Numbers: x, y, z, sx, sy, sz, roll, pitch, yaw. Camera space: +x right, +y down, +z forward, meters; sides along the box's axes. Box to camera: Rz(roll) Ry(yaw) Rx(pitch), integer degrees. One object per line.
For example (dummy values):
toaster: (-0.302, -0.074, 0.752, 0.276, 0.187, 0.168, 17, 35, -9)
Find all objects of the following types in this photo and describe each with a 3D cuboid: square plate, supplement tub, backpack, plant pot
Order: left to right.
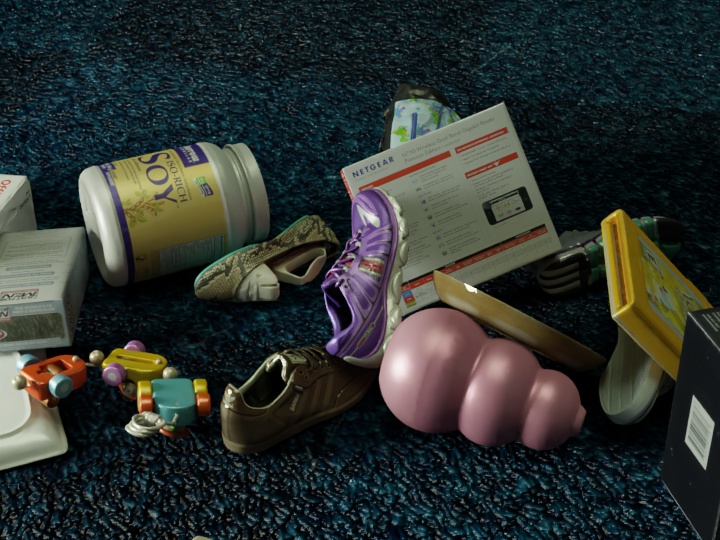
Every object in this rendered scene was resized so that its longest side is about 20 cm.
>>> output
square plate: (-0.415, 0.141, 1.190, 0.199, 0.029, 0.198, -13, 36, -16)
supplement tub: (-0.223, -0.072, 1.391, 0.199, 0.146, 0.145, -16, 37, -19)
backpack: (0.079, -0.104, 1.424, 0.153, 0.164, 0.200, 11, 45, 13)
plant pot: (0.158, 0.057, 1.201, 0.200, 0.028, 0.200, 28, 0, 0)

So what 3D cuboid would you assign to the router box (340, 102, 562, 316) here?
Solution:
router box: (0.102, -0.068, 1.311, 0.199, 0.180, 0.049, -22, 2, -3)

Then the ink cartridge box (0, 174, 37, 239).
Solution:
ink cartridge box: (-0.521, -0.055, 1.429, 0.199, 0.084, 0.145, 5, 35, 9)

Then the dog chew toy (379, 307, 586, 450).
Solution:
dog chew toy: (0.122, 0.115, 1.136, 0.199, 0.125, 0.125, 19, 39, 15)

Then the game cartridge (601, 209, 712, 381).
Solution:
game cartridge: (0.322, 0.051, 1.180, 0.200, 0.032, 0.177, 41, 30, -19)

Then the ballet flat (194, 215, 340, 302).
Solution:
ballet flat: (-0.099, -0.005, 1.368, 0.075, 0.068, 0.200, 40, 48, 24)

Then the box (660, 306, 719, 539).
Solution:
box: (0.381, 0.129, 1.029, 0.181, 0.201, 0.104, -8, 34, -11)

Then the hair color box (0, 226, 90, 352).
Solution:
hair color box: (-0.368, 0.018, 1.315, 0.099, 0.061, 0.200, -5, 25, -4)

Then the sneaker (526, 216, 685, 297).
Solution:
sneaker: (0.287, -0.034, 1.386, 0.199, 0.075, 0.088, -15, 32, -18)

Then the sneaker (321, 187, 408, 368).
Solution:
sneaker: (0.000, 0.000, 1.210, 0.083, 0.081, 0.201, 14, 62, -21)

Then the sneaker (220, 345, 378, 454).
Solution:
sneaker: (-0.056, 0.112, 1.178, 0.070, 0.076, 0.200, 28, 44, 36)

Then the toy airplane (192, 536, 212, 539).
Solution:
toy airplane: (-0.147, 0.295, 0.855, 0.199, 0.142, 0.200, -23, 40, -29)

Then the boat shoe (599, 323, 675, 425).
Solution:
boat shoe: (0.300, 0.095, 1.195, 0.073, 0.067, 0.200, -33, 19, 39)

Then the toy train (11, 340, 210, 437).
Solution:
toy train: (-0.244, 0.131, 1.162, 0.200, 0.056, 0.150, 21, 27, 33)
